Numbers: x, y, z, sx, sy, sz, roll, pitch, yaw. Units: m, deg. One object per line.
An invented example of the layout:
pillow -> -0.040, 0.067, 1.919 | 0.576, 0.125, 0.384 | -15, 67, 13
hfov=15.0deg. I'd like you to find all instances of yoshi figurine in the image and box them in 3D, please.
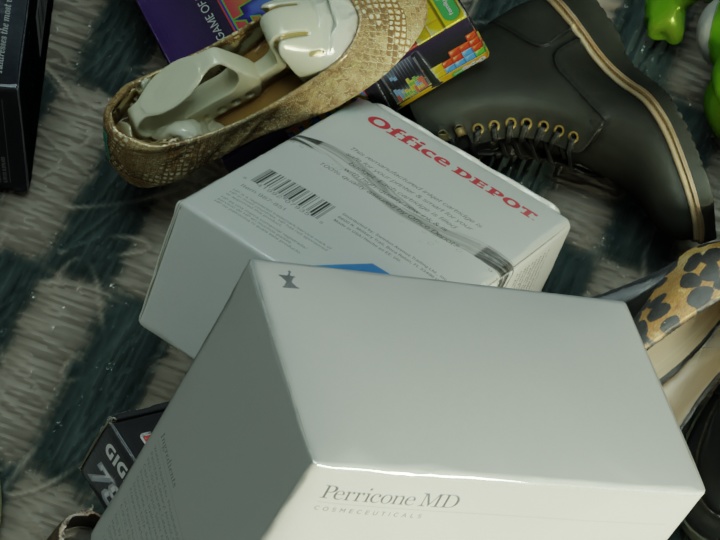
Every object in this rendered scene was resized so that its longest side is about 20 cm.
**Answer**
yoshi figurine -> 0.235, -0.145, 1.632 | 0.112, 0.112, 0.200 | 41, 37, -24

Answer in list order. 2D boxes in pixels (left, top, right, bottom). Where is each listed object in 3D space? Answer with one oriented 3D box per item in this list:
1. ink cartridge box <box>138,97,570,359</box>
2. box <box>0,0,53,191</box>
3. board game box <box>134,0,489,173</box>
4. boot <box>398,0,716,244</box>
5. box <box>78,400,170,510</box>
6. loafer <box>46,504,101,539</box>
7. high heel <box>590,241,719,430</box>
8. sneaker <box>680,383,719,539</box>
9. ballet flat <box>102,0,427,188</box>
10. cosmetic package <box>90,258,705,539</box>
ink cartridge box -> 0.000, 0.000, 1.465 | 0.145, 0.084, 0.200 | 32, 32, 16
box -> -0.275, -0.158, 1.586 | 0.182, 0.104, 0.200 | 2, 57, -1
board game box -> -0.043, -0.168, 1.603 | 0.165, 0.057, 0.200 | -31, 62, 3
boot -> 0.106, -0.070, 1.579 | 0.138, 0.077, 0.200 | -22, 48, -12
box -> -0.012, 0.143, 1.395 | 0.198, 0.050, 0.200 | -10, 54, -43
loafer -> -0.084, 0.185, 1.396 | 0.200, 0.071, 0.073 | 23, 59, 11
high heel -> 0.163, 0.073, 1.446 | 0.143, 0.071, 0.200 | -21, 44, 32
sneaker -> 0.232, 0.055, 1.478 | 0.075, 0.106, 0.200 | 26, 59, 13
ballet flat -> -0.056, -0.111, 1.515 | 0.200, 0.065, 0.071 | -32, 63, 3
cosmetic package -> 0.012, 0.111, 1.243 | 0.199, 0.200, 0.123 | 6, 43, -28
